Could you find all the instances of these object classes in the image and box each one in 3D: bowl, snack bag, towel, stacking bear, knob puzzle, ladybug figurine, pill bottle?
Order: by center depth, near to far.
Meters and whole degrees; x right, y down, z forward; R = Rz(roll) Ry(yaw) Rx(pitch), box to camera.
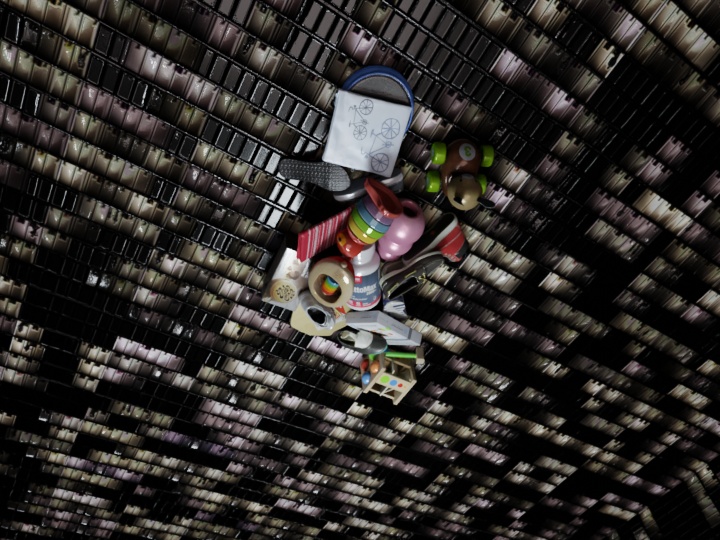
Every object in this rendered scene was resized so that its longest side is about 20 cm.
[{"bbox_3d":[0.037,-0.393,1.356,0.192,0.040,0.206,-3,126,-4],"label":"bowl"},{"bbox_3d":[0.011,-0.332,1.360,0.192,0.022,0.193,9,124,-14],"label":"snack bag"},{"bbox_3d":[0.010,-0.117,1.426,0.112,0.123,0.200,2,138,-52],"label":"stacking bear"},{"bbox_3d":[-0.084,-0.104,1.475,0.196,0.023,0.146,-30,161,-22],"label":"towel"},{"bbox_3d":[-0.072,0.024,1.513,0.135,0.072,0.200,41,143,-3],"label":"ladybug figurine"},{"bbox_3d":[0.000,0.000,1.584,0.115,0.122,0.205,-6,129,-2],"label":"pill bottle"},{"bbox_3d":[-0.127,0.123,1.708,0.211,0.031,0.226,-8,128,-10],"label":"knob puzzle"}]

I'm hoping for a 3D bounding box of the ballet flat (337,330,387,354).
[{"bbox_3d":[-0.004,0.220,1.723,0.196,0.070,0.068,-3,146,46],"label":"ballet flat"}]

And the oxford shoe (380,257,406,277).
[{"bbox_3d":[0.140,-0.011,1.624,0.194,0.057,0.078,-12,101,-27],"label":"oxford shoe"}]

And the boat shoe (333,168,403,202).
[{"bbox_3d":[0.025,-0.211,1.475,0.193,0.071,0.068,-20,126,-2],"label":"boat shoe"}]

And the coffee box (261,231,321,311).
[{"bbox_3d":[-0.199,0.005,1.591,0.110,0.081,0.203,19,122,-20],"label":"coffee box"}]

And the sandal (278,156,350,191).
[{"bbox_3d":[-0.117,-0.261,1.439,0.192,0.046,0.077,13,120,3],"label":"sandal"}]

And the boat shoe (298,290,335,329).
[{"bbox_3d":[-0.120,0.134,1.636,0.070,0.070,0.202,-25,142,0],"label":"boat shoe"}]

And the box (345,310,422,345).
[{"bbox_3d":[0.072,0.179,1.707,0.197,0.043,0.153,31,157,-34],"label":"box"}]

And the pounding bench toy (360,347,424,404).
[{"bbox_3d":[0.101,0.309,1.821,0.152,0.126,0.202,24,121,-22],"label":"pounding bench toy"}]

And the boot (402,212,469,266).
[{"bbox_3d":[0.221,-0.048,1.590,0.198,0.073,0.146,-38,127,-2],"label":"boot"}]

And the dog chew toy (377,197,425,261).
[{"bbox_3d":[0.101,-0.103,1.529,0.120,0.128,0.202,10,141,-14],"label":"dog chew toy"}]

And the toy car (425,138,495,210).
[{"bbox_3d":[0.267,-0.223,1.406,0.157,0.203,0.162,1,127,-8],"label":"toy car"}]

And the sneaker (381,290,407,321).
[{"bbox_3d":[0.100,0.080,1.686,0.077,0.119,0.201,-6,156,0],"label":"sneaker"}]

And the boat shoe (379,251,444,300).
[{"bbox_3d":[0.149,0.016,1.530,0.196,0.062,0.072,-28,148,6],"label":"boat shoe"}]
